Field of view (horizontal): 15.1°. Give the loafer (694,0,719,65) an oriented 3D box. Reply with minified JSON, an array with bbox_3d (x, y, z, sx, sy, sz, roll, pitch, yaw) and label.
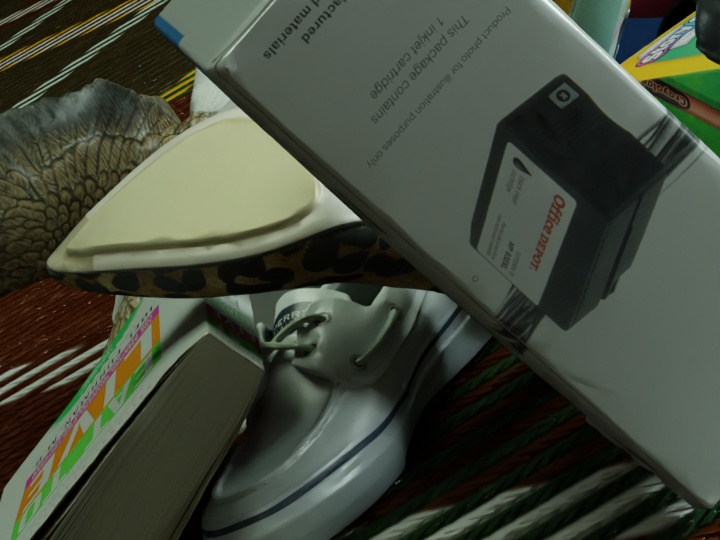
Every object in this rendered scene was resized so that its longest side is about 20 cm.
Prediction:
[{"bbox_3d":[0.185,-0.113,0.849,0.200,0.071,0.068,-23,29,-26],"label":"loafer"}]

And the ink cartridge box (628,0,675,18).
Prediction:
[{"bbox_3d":[0.123,-0.225,1.121,0.086,0.148,0.200,-4,-47,-33],"label":"ink cartridge box"}]

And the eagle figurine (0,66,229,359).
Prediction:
[{"bbox_3d":[-0.106,-0.018,1.301,0.152,0.151,0.200,-11,10,27],"label":"eagle figurine"}]

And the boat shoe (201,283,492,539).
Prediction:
[{"bbox_3d":[-0.015,0.039,1.009,0.073,0.067,0.200,-22,16,31],"label":"boat shoe"}]

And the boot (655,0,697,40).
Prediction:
[{"bbox_3d":[0.194,-0.150,1.069,0.138,0.077,0.200,-27,-33,-40],"label":"boot"}]

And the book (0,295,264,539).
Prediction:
[{"bbox_3d":[-0.085,0.063,1.015,0.134,0.048,0.200,-55,9,5],"label":"book"}]

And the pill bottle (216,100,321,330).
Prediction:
[{"bbox_3d":[0.000,-0.051,1.206,0.112,0.113,0.200,-16,19,45],"label":"pill bottle"}]

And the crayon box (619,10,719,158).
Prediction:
[{"bbox_3d":[0.191,-0.093,0.960,0.200,0.058,0.119,-36,14,-23],"label":"crayon box"}]

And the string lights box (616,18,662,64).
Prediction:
[{"bbox_3d":[0.125,-0.136,1.371,0.200,0.059,0.103,-22,17,29],"label":"string lights box"}]

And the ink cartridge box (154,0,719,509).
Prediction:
[{"bbox_3d":[0.043,-0.033,0.833,0.084,0.200,0.145,-48,15,0],"label":"ink cartridge box"}]

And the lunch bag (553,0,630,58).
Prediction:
[{"bbox_3d":[0.049,-0.124,1.068,0.122,0.171,0.200,-3,35,-28],"label":"lunch bag"}]

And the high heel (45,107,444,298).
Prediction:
[{"bbox_3d":[0.000,0.000,0.976,0.200,0.143,0.071,-18,51,6],"label":"high heel"}]
